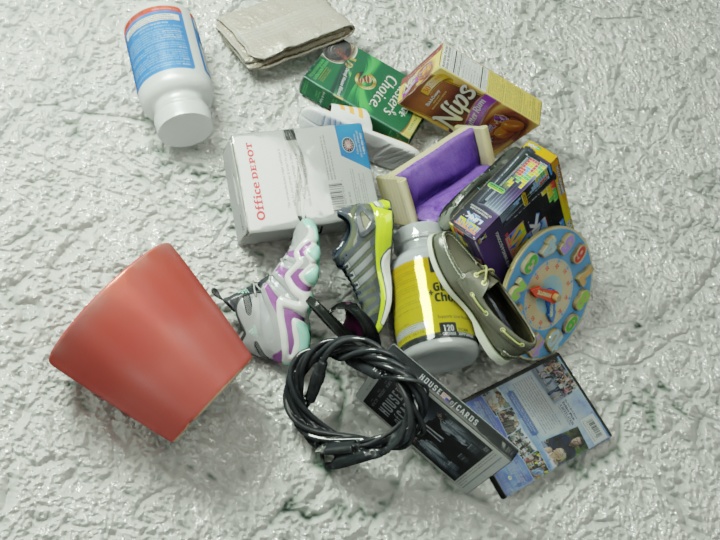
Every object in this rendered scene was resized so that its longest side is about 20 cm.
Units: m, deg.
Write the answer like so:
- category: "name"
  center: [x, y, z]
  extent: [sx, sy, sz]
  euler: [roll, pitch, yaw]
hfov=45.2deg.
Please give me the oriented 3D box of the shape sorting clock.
- category: "shape sorting clock"
  center: [0.271, 0.034, 1.244]
  extent: [0.200, 0.201, 0.039]
  euler: [-27, 32, -27]

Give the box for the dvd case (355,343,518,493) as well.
- category: "dvd case"
  center: [0.091, 0.193, 1.108]
  extent: [0.200, 0.150, 0.025]
  euler: [39, 58, 7]

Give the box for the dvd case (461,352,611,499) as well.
- category: "dvd case"
  center: [0.241, 0.214, 1.218]
  extent: [0.199, 0.018, 0.143]
  euler: [-22, 70, -24]

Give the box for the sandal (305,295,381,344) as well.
- category: "sandal"
  center: [0.001, 0.080, 1.143]
  extent: [0.048, 0.200, 0.075]
  euler: [-49, 37, 0]

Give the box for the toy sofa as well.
- category: "toy sofa"
  center: [0.129, -0.145, 1.317]
  extent: [0.200, 0.097, 0.083]
  euler: [-35, 121, -30]

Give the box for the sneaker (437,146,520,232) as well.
- category: "sneaker"
  center: [0.193, -0.107, 1.258]
  extent: [0.200, 0.075, 0.079]
  euler: [-39, 89, -30]

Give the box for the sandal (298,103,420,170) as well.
- category: "sandal"
  center: [0.001, -0.215, 1.354]
  extent: [0.206, 0.079, 0.059]
  euler: [19, 57, -15]

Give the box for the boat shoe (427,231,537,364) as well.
- category: "boat shoe"
  center: [0.162, 0.028, 1.155]
  extent: [0.202, 0.060, 0.072]
  euler: [57, 39, -2]

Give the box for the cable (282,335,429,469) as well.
- category: "cable"
  center: [-0.003, 0.157, 1.077]
  extent: [0.051, 0.200, 0.164]
  euler: [-18, 85, -58]

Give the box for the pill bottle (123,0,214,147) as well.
- category: "pill bottle"
  center: [-0.281, -0.289, 1.286]
  extent: [0.112, 0.112, 0.201]
  euler: [-8, 64, -20]

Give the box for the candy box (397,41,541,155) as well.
- category: "candy box"
  center: [0.173, -0.266, 1.371]
  extent: [0.200, 0.117, 0.057]
  euler: [25, 59, -22]

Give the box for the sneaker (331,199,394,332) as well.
- category: "sneaker"
  center: [0.000, 0.000, 1.208]
  extent: [0.081, 0.074, 0.201]
  euler: [1, 88, -10]

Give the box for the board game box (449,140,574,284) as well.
- category: "board game box"
  center: [0.221, -0.059, 1.227]
  extent: [0.165, 0.200, 0.057]
  euler: [-46, 54, -10]

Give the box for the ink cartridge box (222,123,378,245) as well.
- category: "ink cartridge box"
  center: [-0.088, -0.125, 1.250]
  extent: [0.199, 0.084, 0.145]
  euler: [-8, 81, -20]

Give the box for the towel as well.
- category: "towel"
  center: [-0.126, -0.399, 1.411]
  extent: [0.200, 0.035, 0.133]
  euler: [-27, 58, -21]

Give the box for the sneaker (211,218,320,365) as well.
- category: "sneaker"
  center: [-0.129, 0.022, 1.160]
  extent: [0.139, 0.078, 0.201]
  euler: [7, 80, -6]

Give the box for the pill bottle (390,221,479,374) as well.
- category: "pill bottle"
  center: [0.097, 0.036, 1.218]
  extent: [0.112, 0.112, 0.201]
  euler: [0, 62, -16]

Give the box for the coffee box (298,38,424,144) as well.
- category: "coffee box"
  center: [0.015, -0.290, 1.411]
  extent: [0.200, 0.044, 0.123]
  euler: [32, 57, 2]

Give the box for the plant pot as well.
- category: "plant pot"
  center: [-0.242, 0.098, 1.054]
  extent: [0.177, 0.200, 0.200]
  euler: [44, 59, -2]
